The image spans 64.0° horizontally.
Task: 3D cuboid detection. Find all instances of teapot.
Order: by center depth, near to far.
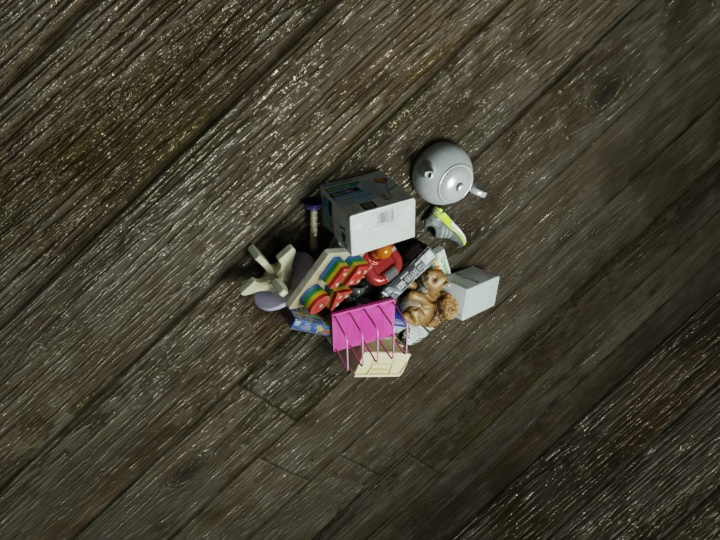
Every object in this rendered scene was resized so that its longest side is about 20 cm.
[{"bbox_3d":[0.259,-0.267,1.680,0.199,0.146,0.198,-30,133,-12],"label":"teapot"}]

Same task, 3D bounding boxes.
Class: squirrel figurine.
[{"bbox_3d":[0.230,0.088,1.879,0.199,0.142,0.187,31,107,-23],"label":"squirrel figurine"}]

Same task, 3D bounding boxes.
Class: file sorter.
[{"bbox_3d":[0.028,0.189,1.671,0.198,0.126,0.140,-12,125,-17],"label":"file sorter"}]

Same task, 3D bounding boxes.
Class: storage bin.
[{"bbox_3d":[0.029,0.244,1.861,0.197,0.200,0.094,8,115,-36],"label":"storage bin"}]

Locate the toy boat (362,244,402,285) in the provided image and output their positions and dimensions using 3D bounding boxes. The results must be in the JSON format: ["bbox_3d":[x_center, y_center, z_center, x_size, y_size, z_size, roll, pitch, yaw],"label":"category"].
[{"bbox_3d":[0.049,-0.058,1.665,0.130,0.131,0.201,-37,100,-20],"label":"toy boat"}]

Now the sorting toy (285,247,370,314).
[{"bbox_3d":[-0.076,0.036,1.567,0.199,0.070,0.199,-52,160,21],"label":"sorting toy"}]

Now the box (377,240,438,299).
[{"bbox_3d":[0.140,0.000,1.788,0.200,0.158,0.050,-44,101,3],"label":"box"}]

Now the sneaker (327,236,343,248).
[{"bbox_3d":[-0.071,-0.025,1.654,0.070,0.074,0.200,8,143,-27],"label":"sneaker"}]

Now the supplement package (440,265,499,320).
[{"bbox_3d":[0.367,0.074,1.973,0.199,0.116,0.118,-18,122,-43],"label":"supplement package"}]

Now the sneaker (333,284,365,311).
[{"bbox_3d":[-0.037,0.090,1.735,0.059,0.200,0.105,3,93,-20],"label":"sneaker"}]

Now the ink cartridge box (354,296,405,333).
[{"bbox_3d":[0.052,0.143,1.872,0.199,0.095,0.044,13,142,-38],"label":"ink cartridge box"}]

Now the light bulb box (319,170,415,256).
[{"bbox_3d":[0.016,-0.160,1.561,0.197,0.200,0.126,-18,128,-21],"label":"light bulb box"}]

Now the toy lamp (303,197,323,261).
[{"bbox_3d":[-0.131,-0.101,1.608,0.058,0.058,0.202,-16,128,-23],"label":"toy lamp"}]

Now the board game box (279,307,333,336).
[{"bbox_3d":[-0.146,0.137,1.716,0.199,0.135,0.035,17,111,-39],"label":"board game box"}]

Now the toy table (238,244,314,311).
[{"bbox_3d":[-0.229,0.012,1.561,0.200,0.183,0.117,-51,151,-3],"label":"toy table"}]

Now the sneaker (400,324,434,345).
[{"bbox_3d":[0.171,0.205,2.010,0.116,0.076,0.200,-51,136,6],"label":"sneaker"}]

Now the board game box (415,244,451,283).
[{"bbox_3d":[0.245,0.023,1.956,0.126,0.035,0.201,-33,134,-9],"label":"board game box"}]

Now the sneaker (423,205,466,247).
[{"bbox_3d":[0.269,-0.132,1.846,0.081,0.074,0.200,-40,129,11],"label":"sneaker"}]
